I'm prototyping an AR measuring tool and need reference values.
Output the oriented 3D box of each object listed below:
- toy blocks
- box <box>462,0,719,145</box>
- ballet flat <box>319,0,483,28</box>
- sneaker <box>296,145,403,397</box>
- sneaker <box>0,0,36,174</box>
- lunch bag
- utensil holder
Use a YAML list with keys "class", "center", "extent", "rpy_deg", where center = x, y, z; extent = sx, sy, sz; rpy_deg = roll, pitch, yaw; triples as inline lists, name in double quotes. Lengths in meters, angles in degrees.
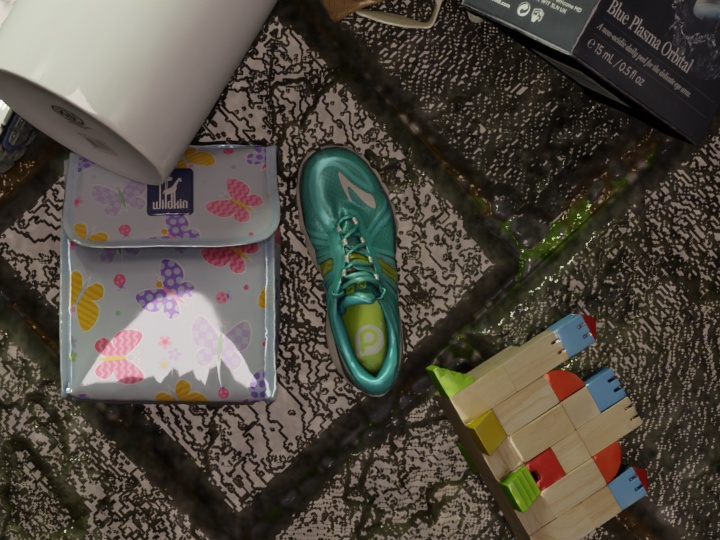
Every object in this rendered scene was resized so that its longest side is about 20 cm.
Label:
- class: "toy blocks"
  center: [0.157, 0.128, 1.430]
  extent: [0.136, 0.100, 0.201]
  rpy_deg: [-31, 96, -10]
- class: "box"
  center: [0.210, -0.227, 1.326]
  extent: [0.196, 0.117, 0.201]
  rpy_deg: [24, 96, -49]
- class: "ballet flat"
  center: [0.061, -0.225, 1.399]
  extent: [0.199, 0.068, 0.073]
  rpy_deg: [-8, 116, -2]
- class: "sneaker"
  center: [0.000, 0.000, 1.407]
  extent: [0.077, 0.080, 0.201]
  rpy_deg: [-13, 96, -1]
- class: "sneaker"
  center: [-0.283, -0.158, 1.390]
  extent: [0.087, 0.075, 0.201]
  rpy_deg: [18, 88, 7]
- class: "lunch bag"
  center: [-0.145, 0.001, 1.379]
  extent: [0.169, 0.127, 0.201]
  rpy_deg: [2, 83, -3]
- class: "utensil holder"
  center: [-0.160, -0.188, 1.310]
  extent: [0.170, 0.170, 0.201]
  rpy_deg: [31, 78, -5]
